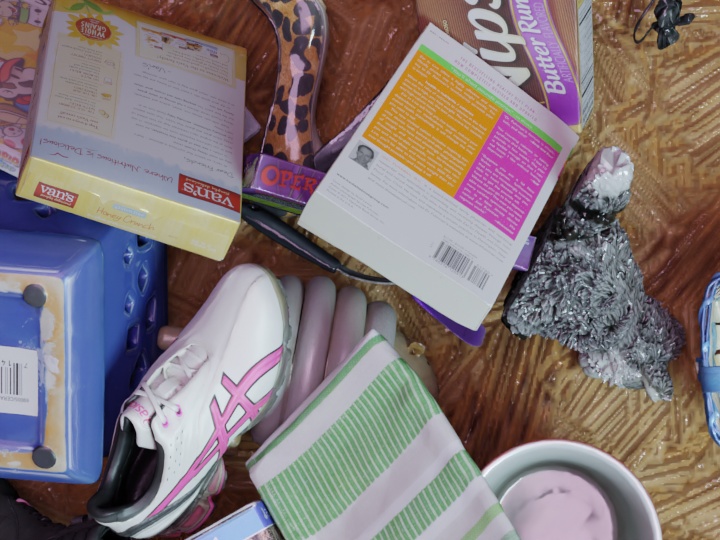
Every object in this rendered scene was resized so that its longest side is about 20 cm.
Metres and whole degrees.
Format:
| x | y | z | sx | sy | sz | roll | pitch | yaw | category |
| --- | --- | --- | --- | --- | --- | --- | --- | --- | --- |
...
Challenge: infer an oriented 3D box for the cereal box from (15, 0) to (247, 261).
| x | y | z | sx | sy | sz | roll | pitch | yaw | category |
| --- | --- | --- | --- | --- | --- | --- | --- | --- | --- |
| -0.149 | -0.100 | 1.470 | 0.143 | 0.201 | 0.040 | 18 | 127 | -15 | cereal box |

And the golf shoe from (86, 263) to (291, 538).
| x | y | z | sx | sy | sz | roll | pitch | yaw | category |
| --- | --- | --- | --- | --- | --- | --- | --- | --- | --- |
| -0.110 | 0.087 | 1.444 | 0.072 | 0.092 | 0.201 | 30 | 100 | 31 | golf shoe |

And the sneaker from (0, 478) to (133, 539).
| x | y | z | sx | sy | sz | roll | pitch | yaw | category |
| --- | --- | --- | --- | --- | --- | --- | --- | --- | --- |
| -0.206 | 0.190 | 1.523 | 0.099 | 0.200 | 0.071 | -36 | 128 | 2 | sneaker |

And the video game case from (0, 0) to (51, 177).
| x | y | z | sx | sy | sz | roll | pitch | yaw | category |
| --- | --- | --- | --- | --- | --- | --- | --- | --- | --- |
| -0.227 | -0.133 | 1.528 | 0.181 | 0.200 | 0.023 | 25 | 125 | 8 | video game case |

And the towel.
| x | y | z | sx | sy | sz | roll | pitch | yaw | category |
| --- | --- | --- | --- | --- | --- | --- | --- | --- | --- |
| 0.014 | 0.157 | 1.405 | 0.153 | 0.023 | 0.200 | -47 | 56 | 25 | towel |

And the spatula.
| x | y | z | sx | sy | sz | roll | pitch | yaw | category |
| --- | --- | --- | --- | --- | --- | --- | --- | --- | --- |
| 0.000 | 0.000 | 1.557 | 0.199 | 0.057 | 0.021 | 25 | 110 | 0 | spatula |

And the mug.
| x | y | z | sx | sy | sz | roll | pitch | yaw | category |
| --- | --- | --- | --- | --- | --- | --- | --- | --- | --- |
| 0.114 | 0.164 | 1.477 | 0.177 | 0.200 | 0.134 | 40 | 91 | 6 | mug |

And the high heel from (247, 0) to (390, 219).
| x | y | z | sx | sy | sz | roll | pitch | yaw | category |
| --- | --- | --- | --- | --- | --- | --- | --- | --- | --- |
| -0.076 | -0.141 | 1.575 | 0.142 | 0.071 | 0.200 | -41 | 87 | 4 | high heel |

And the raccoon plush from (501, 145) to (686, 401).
| x | y | z | sx | sy | sz | roll | pitch | yaw | category |
| --- | --- | --- | --- | --- | --- | --- | --- | --- | --- |
| 0.180 | 0.015 | 1.492 | 0.134 | 0.200 | 0.097 | 28 | 66 | -1 | raccoon plush |

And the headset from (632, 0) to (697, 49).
| x | y | z | sx | sy | sz | roll | pitch | yaw | category |
| --- | --- | --- | --- | --- | --- | --- | --- | --- | --- |
| 0.189 | -0.251 | 1.547 | 0.123 | 0.094 | 0.201 | -14 | 75 | 4 | headset |

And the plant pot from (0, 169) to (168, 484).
| x | y | z | sx | sy | sz | roll | pitch | yaw | category |
| --- | --- | --- | --- | --- | --- | --- | --- | --- | --- |
| -0.242 | 0.035 | 1.491 | 0.199 | 0.180 | 0.201 | 5 | 110 | 5 | plant pot |

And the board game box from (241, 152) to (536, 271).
| x | y | z | sx | sy | sz | roll | pitch | yaw | category |
| --- | --- | --- | --- | --- | --- | --- | --- | --- | --- |
| 0.007 | -0.039 | 1.505 | 0.199 | 0.120 | 0.032 | 17 | 91 | -17 | board game box |

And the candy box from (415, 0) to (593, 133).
| x | y | z | sx | sy | sz | roll | pitch | yaw | category |
| --- | --- | --- | --- | --- | --- | --- | --- | --- | --- |
| 0.098 | -0.197 | 1.519 | 0.116 | 0.056 | 0.201 | 4 | 114 | 16 | candy box |

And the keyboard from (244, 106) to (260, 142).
| x | y | z | sx | sy | sz | roll | pitch | yaw | category |
| --- | --- | --- | --- | --- | --- | --- | --- | --- | --- |
| -0.167 | -0.064 | 1.607 | 0.200 | 0.011 | 0.056 | -38 | 90 | 2 | keyboard |

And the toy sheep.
| x | y | z | sx | sy | sz | roll | pitch | yaw | category |
| --- | --- | --- | --- | --- | --- | --- | --- | --- | --- |
| -0.043 | 0.068 | 1.529 | 0.199 | 0.138 | 0.139 | 11 | 88 | -6 | toy sheep |

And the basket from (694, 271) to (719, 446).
| x | y | z | sx | sy | sz | roll | pitch | yaw | category |
| --- | --- | --- | --- | --- | --- | --- | --- | --- | --- |
| 0.308 | 0.057 | 1.466 | 0.175 | 0.200 | 0.140 | -5 | 86 | 5 | basket |

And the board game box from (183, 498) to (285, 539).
| x | y | z | sx | sy | sz | roll | pitch | yaw | category |
| --- | --- | --- | --- | --- | --- | --- | --- | --- | --- |
| -0.058 | 0.264 | 1.505 | 0.097 | 0.159 | 0.201 | -29 | 86 | 2 | board game box |

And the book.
| x | y | z | sx | sy | sz | roll | pitch | yaw | category |
| --- | --- | --- | --- | --- | --- | --- | --- | --- | --- |
| 0.057 | -0.063 | 1.448 | 0.133 | 0.200 | 0.048 | 33 | 132 | 0 | book |
